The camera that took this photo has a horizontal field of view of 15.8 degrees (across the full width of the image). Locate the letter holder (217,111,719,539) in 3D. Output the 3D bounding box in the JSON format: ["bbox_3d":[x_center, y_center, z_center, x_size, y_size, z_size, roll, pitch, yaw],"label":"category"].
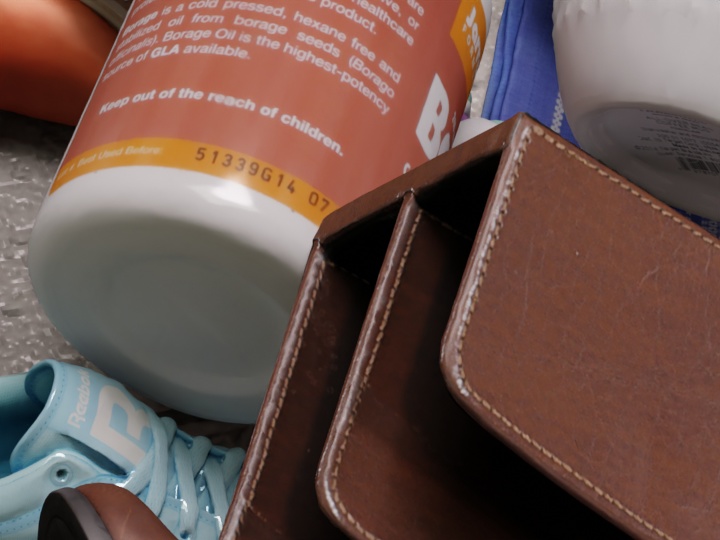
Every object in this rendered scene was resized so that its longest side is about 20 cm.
[{"bbox_3d":[0.074,0.078,0.697,0.199,0.100,0.143,31,60,-22],"label":"letter holder"}]

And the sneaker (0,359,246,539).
[{"bbox_3d":[-0.075,0.069,0.788,0.199,0.082,0.074,4,45,-7],"label":"sneaker"}]

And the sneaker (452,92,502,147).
[{"bbox_3d":[0.000,0.000,0.879,0.140,0.078,0.200,-37,42,-20],"label":"sneaker"}]

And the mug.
[{"bbox_3d":[0.161,-0.104,0.834,0.199,0.148,0.176,17,74,19],"label":"mug"}]

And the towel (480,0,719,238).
[{"bbox_3d":[0.144,-0.049,0.990,0.199,0.024,0.145,12,45,3],"label":"towel"}]

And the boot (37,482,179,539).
[{"bbox_3d":[0.026,0.102,0.762,0.200,0.069,0.188,-31,69,-34],"label":"boot"}]

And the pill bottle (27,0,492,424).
[{"bbox_3d":[-0.022,-0.061,0.820,0.111,0.112,0.201,15,55,6],"label":"pill bottle"}]

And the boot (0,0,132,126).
[{"bbox_3d":[-0.169,-0.071,0.934,0.199,0.075,0.108,13,57,3],"label":"boot"}]
